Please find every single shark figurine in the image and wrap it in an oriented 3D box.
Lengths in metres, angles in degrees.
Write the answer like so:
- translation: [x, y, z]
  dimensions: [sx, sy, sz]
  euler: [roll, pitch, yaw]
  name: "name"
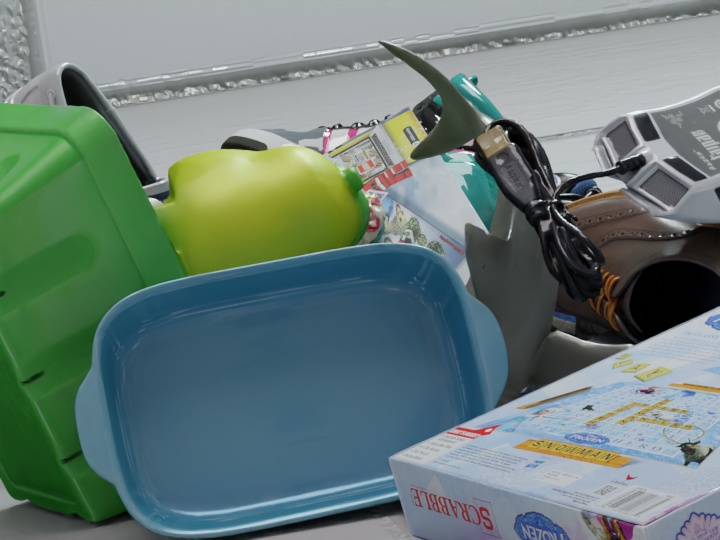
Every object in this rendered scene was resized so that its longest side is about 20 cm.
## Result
- translation: [0.060, -0.017, 1.442]
  dimensions: [0.128, 0.215, 0.090]
  euler: [-10, -29, 25]
  name: "shark figurine"

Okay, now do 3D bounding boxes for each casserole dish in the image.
- translation: [-0.032, 0.058, 1.376]
  dimensions: [0.200, 0.121, 0.039]
  euler: [-11, -13, -8]
  name: "casserole dish"

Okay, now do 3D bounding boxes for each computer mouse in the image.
- translation: [0.153, -0.044, 1.449]
  dimensions: [0.200, 0.044, 0.110]
  euler: [-13, 47, -30]
  name: "computer mouse"

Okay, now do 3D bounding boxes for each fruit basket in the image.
- translation: [-0.103, 0.001, 1.455]
  dimensions: [0.216, 0.216, 0.155]
  euler: [-14, 11, -32]
  name: "fruit basket"

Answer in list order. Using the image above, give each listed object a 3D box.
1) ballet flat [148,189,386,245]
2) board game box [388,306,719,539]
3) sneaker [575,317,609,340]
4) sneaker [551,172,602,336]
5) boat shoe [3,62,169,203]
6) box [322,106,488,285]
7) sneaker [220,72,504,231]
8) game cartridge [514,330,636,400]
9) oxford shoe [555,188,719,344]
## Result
- translation: [-0.086, -0.015, 1.575]
  dimensions: [0.200, 0.064, 0.076]
  euler: [-16, 40, 21]
  name: "ballet flat"
- translation: [0.146, 0.072, 1.247]
  dimensions: [0.199, 0.041, 0.200]
  euler: [-23, 15, -24]
  name: "board game box"
- translation: [0.185, 0.017, 1.602]
  dimensions: [0.091, 0.076, 0.200]
  euler: [17, -11, -24]
  name: "sneaker"
- translation: [0.102, -0.009, 1.740]
  dimensions: [0.079, 0.089, 0.200]
  euler: [-2, 11, 17]
  name: "sneaker"
- translation: [-0.135, -0.033, 1.753]
  dimensions: [0.069, 0.200, 0.072]
  euler: [-37, -10, 38]
  name: "boat shoe"
- translation: [0.000, 0.000, 1.581]
  dimensions: [0.137, 0.038, 0.200]
  euler: [-29, 32, 1]
  name: "box"
- translation: [0.022, -0.068, 1.742]
  dimensions: [0.200, 0.084, 0.121]
  euler: [21, 52, 38]
  name: "sneaker"
- translation: [0.188, 0.052, 1.456]
  dimensions: [0.200, 0.041, 0.133]
  euler: [-2, 14, 34]
  name: "game cartridge"
- translation: [0.139, 0.002, 1.492]
  dimensions: [0.073, 0.071, 0.200]
  euler: [-21, 16, -41]
  name: "oxford shoe"
